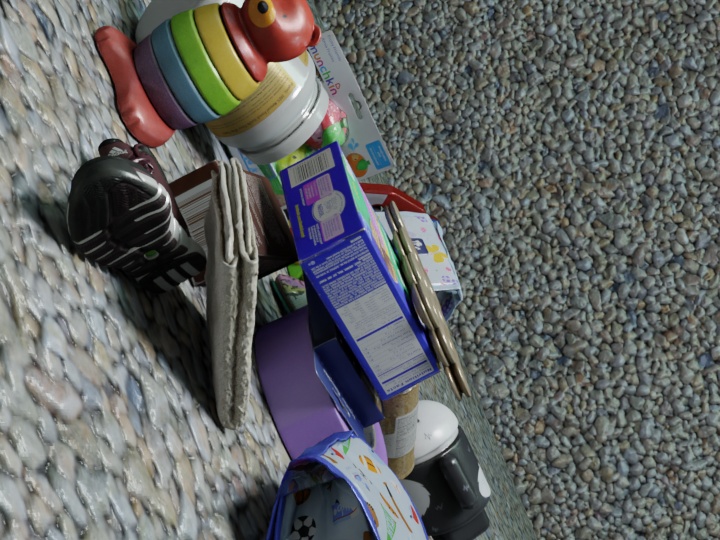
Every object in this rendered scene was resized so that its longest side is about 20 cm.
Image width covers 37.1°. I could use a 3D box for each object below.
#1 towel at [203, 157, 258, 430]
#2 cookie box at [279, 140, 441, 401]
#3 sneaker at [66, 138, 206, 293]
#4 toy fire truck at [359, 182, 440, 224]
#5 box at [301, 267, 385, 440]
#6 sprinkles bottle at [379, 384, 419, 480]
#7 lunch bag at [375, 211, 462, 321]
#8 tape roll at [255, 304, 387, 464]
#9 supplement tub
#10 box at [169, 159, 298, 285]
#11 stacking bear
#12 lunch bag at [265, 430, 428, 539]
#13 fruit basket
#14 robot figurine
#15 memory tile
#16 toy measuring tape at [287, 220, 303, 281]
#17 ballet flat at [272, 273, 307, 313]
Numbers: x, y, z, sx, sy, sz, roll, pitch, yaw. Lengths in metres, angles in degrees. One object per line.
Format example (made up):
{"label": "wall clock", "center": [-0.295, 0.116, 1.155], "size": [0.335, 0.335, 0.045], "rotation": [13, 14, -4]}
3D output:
{"label": "towel", "center": [-0.110, 0.021, 0.887], "size": [0.134, 0.034, 0.202], "rotation": [-104, -164, -47]}
{"label": "cookie box", "center": [0.000, 0.000, 1.095], "size": [0.172, 0.074, 0.201], "rotation": [-106, 169, -53]}
{"label": "sneaker", "center": [-0.186, -0.063, 0.818], "size": [0.200, 0.075, 0.117], "rotation": [73, -9, -69]}
{"label": "toy fire truck", "center": [0.033, -0.043, 1.638], "size": [0.113, 0.165, 0.202], "rotation": [-105, -157, -51]}
{"label": "box", "center": [-0.018, 0.078, 1.131], "size": [0.201, 0.032, 0.122], "rotation": [-100, 164, -55]}
{"label": "sprinkles bottle", "center": [0.038, 0.169, 1.292], "size": [0.069, 0.067, 0.202], "rotation": [-106, -168, -46]}
{"label": "lunch bag", "center": [0.031, 0.014, 1.479], "size": [0.171, 0.198, 0.128], "rotation": [-105, 167, -45]}
{"label": "tape roll", "center": [-0.040, 0.140, 1.150], "size": [0.200, 0.065, 0.203], "rotation": [-24, 91, -82]}
{"label": "supplement tub", "center": [-0.138, -0.230, 1.196], "size": [0.200, 0.143, 0.145], "rotation": [49, 17, -34]}
{"label": "box", "center": [-0.128, -0.045, 1.085], "size": [0.101, 0.074, 0.200], "rotation": [66, 10, 5]}
{"label": "stacking bear", "center": [-0.137, -0.213, 1.047], "size": [0.123, 0.198, 0.114], "rotation": [67, 9, 16]}
{"label": "lunch bag", "center": [-0.007, 0.241, 0.892], "size": [0.170, 0.122, 0.203], "rotation": [6, 68, -79]}
{"label": "fruit basket", "center": [-0.078, -0.177, 1.339], "size": [0.094, 0.198, 0.187], "rotation": [-48, 117, -50]}
{"label": "robot figurine", "center": [0.099, 0.276, 1.453], "size": [0.202, 0.149, 0.125], "rotation": [65, 30, -11]}
{"label": "memory tile", "center": [0.069, 0.031, 1.141], "size": [0.201, 0.017, 0.154], "rotation": [-105, 171, -54]}
{"label": "toy measuring tape", "center": [-0.080, -0.066, 1.442], "size": [0.074, 0.073, 0.202], "rotation": [50, 19, -61]}
{"label": "ballet flat", "center": [-0.035, 0.082, 1.315], "size": [0.069, 0.070, 0.202], "rotation": [-88, 152, -75]}
